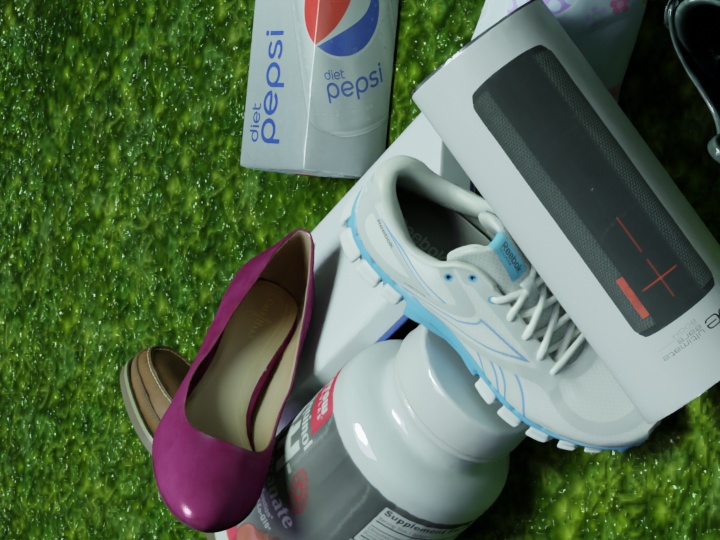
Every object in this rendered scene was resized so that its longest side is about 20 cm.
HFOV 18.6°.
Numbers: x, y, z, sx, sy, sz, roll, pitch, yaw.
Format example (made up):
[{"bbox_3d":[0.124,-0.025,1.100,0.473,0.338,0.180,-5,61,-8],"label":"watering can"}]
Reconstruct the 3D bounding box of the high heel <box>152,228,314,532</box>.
[{"bbox_3d":[-0.065,0.056,1.204,0.201,0.067,0.097,-85,19,-58],"label":"high heel"}]

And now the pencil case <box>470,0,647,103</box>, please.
[{"bbox_3d":[0.102,-0.146,1.115,0.083,0.090,0.201,-108,24,-56],"label":"pencil case"}]

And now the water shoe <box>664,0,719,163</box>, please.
[{"bbox_3d":[0.184,-0.138,1.048,0.071,0.078,0.202,-35,60,43],"label":"water shoe"}]

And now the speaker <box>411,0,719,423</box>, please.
[{"bbox_3d":[0.113,-0.027,1.060,0.081,0.081,0.201,-37,88,43],"label":"speaker"}]

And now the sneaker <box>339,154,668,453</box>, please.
[{"bbox_3d":[0.074,0.016,1.104,0.199,0.075,0.087,37,160,6],"label":"sneaker"}]

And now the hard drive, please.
[{"bbox_3d":[0.000,0.000,1.268,0.200,0.025,0.133,-46,26,39],"label":"hard drive"}]

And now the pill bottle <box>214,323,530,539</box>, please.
[{"bbox_3d":[0.013,0.109,1.213,0.200,0.110,0.111,-47,52,38],"label":"pill bottle"}]

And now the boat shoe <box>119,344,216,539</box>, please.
[{"bbox_3d":[-0.078,0.112,1.369,0.200,0.072,0.068,53,122,28],"label":"boat shoe"}]

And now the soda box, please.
[{"bbox_3d":[-0.021,-0.157,1.320,0.068,0.063,0.202,8,92,51],"label":"soda box"}]
